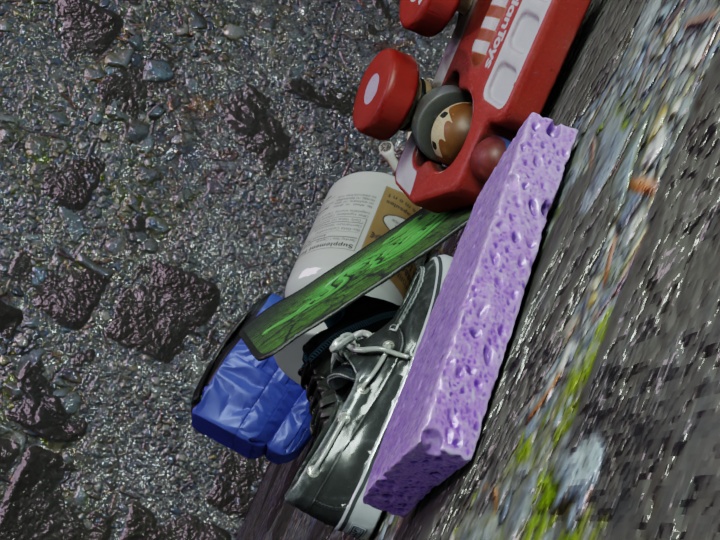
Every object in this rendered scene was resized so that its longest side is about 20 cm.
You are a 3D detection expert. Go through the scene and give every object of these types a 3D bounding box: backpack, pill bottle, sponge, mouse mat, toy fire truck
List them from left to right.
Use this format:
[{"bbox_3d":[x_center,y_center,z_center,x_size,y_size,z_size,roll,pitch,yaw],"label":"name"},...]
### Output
[{"bbox_3d":[-0.117,0.146,1.606,0.200,0.168,0.163,-62,4,-19],"label":"backpack"},{"bbox_3d":[-0.007,0.012,1.126,0.114,0.114,0.200,117,176,-50],"label":"pill bottle"},{"bbox_3d":[0.000,0.000,0.879,0.200,0.008,0.161,-32,10,-7],"label":"mouse mat"},{"bbox_3d":[0.057,0.024,0.626,0.112,0.030,0.200,118,175,-60],"label":"sponge"},{"bbox_3d":[0.084,-0.132,0.842,0.200,0.112,0.168,-66,21,14],"label":"toy fire truck"}]

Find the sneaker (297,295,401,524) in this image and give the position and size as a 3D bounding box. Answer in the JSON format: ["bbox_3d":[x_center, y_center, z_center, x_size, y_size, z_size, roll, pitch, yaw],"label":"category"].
[{"bbox_3d":[-0.013,0.092,0.848,0.200,0.082,0.073,-69,3,-51],"label":"sneaker"}]

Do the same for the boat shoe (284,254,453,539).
[{"bbox_3d":[0.009,0.068,0.765,0.074,0.068,0.200,121,173,-68],"label":"boat shoe"}]

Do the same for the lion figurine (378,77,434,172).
[{"bbox_3d":[0.073,-0.133,1.308,0.123,0.072,0.200,51,-130,-55],"label":"lion figurine"}]
